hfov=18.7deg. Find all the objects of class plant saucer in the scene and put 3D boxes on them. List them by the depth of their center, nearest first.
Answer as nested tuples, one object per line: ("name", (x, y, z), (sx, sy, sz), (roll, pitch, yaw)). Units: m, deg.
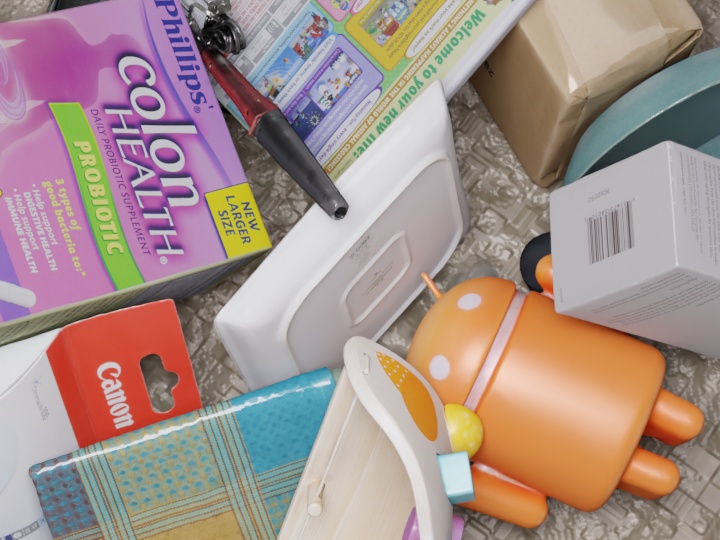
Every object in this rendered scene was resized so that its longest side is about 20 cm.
("plant saucer", (0.208, -0.089, 1.384), (0.200, 0.200, 0.036), (-23, 70, -8))

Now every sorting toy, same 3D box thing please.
("sorting toy", (0.016, 0.175, 1.273), (0.107, 0.180, 0.200), (14, 118, -14))

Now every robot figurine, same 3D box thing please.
("robot figurine", (0.112, 0.078, 1.378), (0.200, 0.117, 0.144), (25, 120, 3))

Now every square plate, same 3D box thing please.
("square plate", (0.000, 0.000, 1.349), (0.028, 0.198, 0.200), (38, 77, 19))

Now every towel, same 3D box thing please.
("towel", (-0.091, 0.146, 1.356), (0.200, 0.022, 0.147), (-17, 121, -6))

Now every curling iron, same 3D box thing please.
("curling iron", (-0.059, -0.096, 1.298), (0.026, 0.050, 0.200), (-20, 51, -15))

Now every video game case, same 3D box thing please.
("video game case", (-0.015, -0.162, 1.344), (0.182, 0.022, 0.200), (46, 117, 8))

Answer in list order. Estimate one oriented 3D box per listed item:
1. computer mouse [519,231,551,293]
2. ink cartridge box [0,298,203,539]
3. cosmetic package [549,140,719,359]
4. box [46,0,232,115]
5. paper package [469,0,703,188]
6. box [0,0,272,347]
("computer mouse", (0.201, 0.019, 1.440), (0.200, 0.034, 0.059), (15, 75, 0))
("ink cartridge box", (-0.192, 0.107, 1.332), (0.200, 0.160, 0.047), (-17, 51, -6))
("cosmetic package", (0.223, -0.002, 1.343), (0.200, 0.108, 0.085), (15, 64, -37))
("box", (-0.095, -0.206, 1.472), (0.200, 0.048, 0.193), (16, 79, 0))
("paper package", (0.116, -0.180, 1.403), (0.103, 0.191, 0.200), (-28, 78, -9))
("box", (-0.183, -0.057, 1.320), (0.200, 0.097, 0.176), (-16, 82, -33))
